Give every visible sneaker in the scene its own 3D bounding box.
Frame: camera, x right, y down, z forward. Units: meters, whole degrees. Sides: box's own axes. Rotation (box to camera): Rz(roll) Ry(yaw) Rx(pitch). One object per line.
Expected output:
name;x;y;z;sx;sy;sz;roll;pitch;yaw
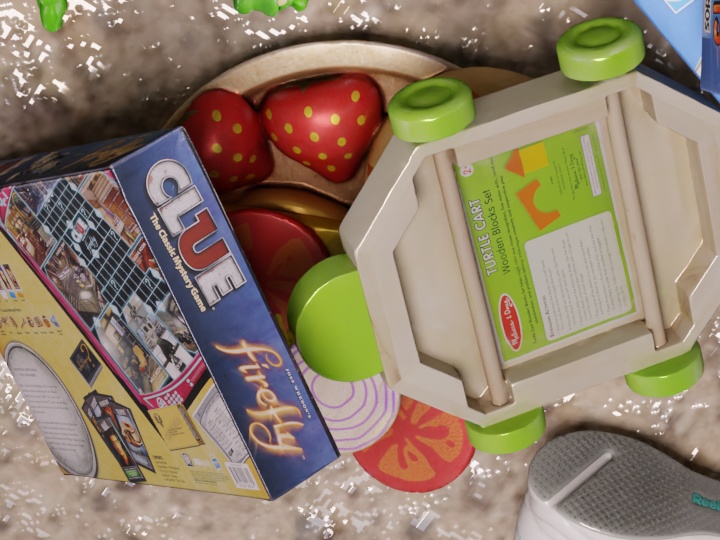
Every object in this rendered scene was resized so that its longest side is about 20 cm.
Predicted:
sneaker;0.162;0.131;1.036;0.200;0.071;0.080;17;133;0

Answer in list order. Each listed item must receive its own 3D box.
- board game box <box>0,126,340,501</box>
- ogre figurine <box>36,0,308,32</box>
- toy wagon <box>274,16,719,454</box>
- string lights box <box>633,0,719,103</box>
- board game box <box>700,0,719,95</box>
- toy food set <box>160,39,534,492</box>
board game box;-0.095;0.018;0.929;0.035;0.200;0.136;-31;104;-26
ogre figurine;-0.063;-0.139;0.856;0.119;0.200;0.099;-12;77;-8
toy wagon;0.051;-0.005;0.914;0.199;0.040;0.156;-19;120;-8
string lights box;0.187;-0.090;0.913;0.103;0.059;0.200;-38;108;18
board game box;0.189;-0.162;0.835;0.135;0.034;0.201;-2;100;-15
toy food set;0.000;0.000;0.988;0.199;0.049;0.199;8;118;2
